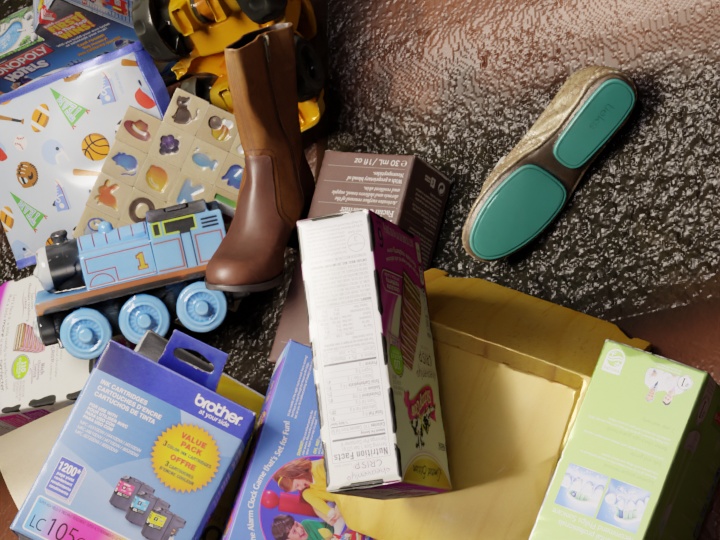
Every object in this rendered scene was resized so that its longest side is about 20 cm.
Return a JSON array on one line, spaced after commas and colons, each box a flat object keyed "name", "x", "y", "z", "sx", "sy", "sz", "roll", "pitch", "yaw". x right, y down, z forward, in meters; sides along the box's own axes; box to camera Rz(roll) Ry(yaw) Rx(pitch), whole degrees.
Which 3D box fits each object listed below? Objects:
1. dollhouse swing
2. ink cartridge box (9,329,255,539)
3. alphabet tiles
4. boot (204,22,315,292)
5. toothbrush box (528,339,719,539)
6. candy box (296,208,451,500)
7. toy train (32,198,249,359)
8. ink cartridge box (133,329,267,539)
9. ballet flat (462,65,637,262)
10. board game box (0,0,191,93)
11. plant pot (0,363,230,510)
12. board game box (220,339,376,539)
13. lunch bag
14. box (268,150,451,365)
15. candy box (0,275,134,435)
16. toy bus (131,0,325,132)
[{"name": "dollhouse swing", "x": 0.098, "y": 0.124, "z": 1.594, "sx": 0.199, "sy": 0.182, "sz": 0.176, "roll": 18, "pitch": 109, "yaw": 21}, {"name": "ink cartridge box", "x": -0.171, "y": 0.149, "z": 1.588, "sx": 0.136, "sy": 0.076, "sz": 0.200, "roll": 26, "pitch": 74, "yaw": 1}, {"name": "alphabet tiles", "x": -0.162, "y": -0.056, "z": 1.827, "sx": 0.166, "sy": 0.006, "sz": 0.201, "roll": 24, "pitch": 101, "yaw": -4}, {"name": "boot", "x": -0.088, "y": -0.096, "z": 1.711, "sx": 0.068, "sy": 0.188, "sz": 0.201, "roll": 9, "pitch": 117, "yaw": 27}, {"name": "toothbrush box", "x": 0.201, "y": 0.171, "z": 1.485, "sx": 0.086, "sy": 0.146, "sz": 0.201, "roll": 17, "pitch": 81, "yaw": 25}, {"name": "candy box", "x": 0.012, "y": 0.065, "z": 1.479, "sx": 0.061, "sy": 0.136, "sz": 0.201, "roll": -9, "pitch": 80, "yaw": 17}, {"name": "toy train", "x": -0.201, "y": 0.007, "z": 1.790, "sx": 0.199, "sy": 0.087, "sz": 0.115, "roll": -13, "pitch": 98, "yaw": -4}, {"name": "ink cartridge box", "x": -0.142, "y": 0.182, "z": 1.647, "sx": 0.197, "sy": 0.047, "sz": 0.200, "roll": 30, "pitch": 71, "yaw": -3}, {"name": "ballet flat", "x": 0.156, "y": -0.092, "z": 1.694, "sx": 0.200, "sy": 0.070, "sz": 0.065, "roll": -47, "pitch": 26, "yaw": 5}, {"name": "board game box", "x": -0.273, "y": -0.230, "z": 1.935, "sx": 0.199, "sy": 0.200, "sz": 0.062, "roll": -19, "pitch": 62, "yaw": 25}, {"name": "plant pot", "x": -0.182, "y": 0.173, "z": 1.742, "sx": 0.200, "sy": 0.187, "sz": 0.188, "roll": -32, "pitch": 55, "yaw": -1}, {"name": "board game box", "x": -0.027, "y": 0.170, "z": 1.612, "sx": 0.045, "sy": 0.134, "sz": 0.201, "roll": 122, "pitch": 168, "yaw": -57}, {"name": "lunch bag", "x": -0.248, "y": -0.112, "z": 1.887, "sx": 0.200, "sy": 0.124, "sz": 0.171, "roll": -18, "pitch": 97, "yaw": 33}, {"name": "box", "x": 0.000, "y": 0.000, "z": 1.742, "sx": 0.100, "sy": 0.075, "sz": 0.201, "roll": 5, "pitch": 75, "yaw": 34}, {"name": "candy box", "x": -0.311, "y": 0.079, "z": 1.910, "sx": 0.199, "sy": 0.061, "sz": 0.137, "roll": -12, "pitch": 64, "yaw": 30}, {"name": "toy bus", "x": -0.104, "y": -0.233, "z": 1.867, "sx": 0.135, "sy": 0.200, "sz": 0.192, "roll": -19, "pitch": 20, "yaw": 24}]
